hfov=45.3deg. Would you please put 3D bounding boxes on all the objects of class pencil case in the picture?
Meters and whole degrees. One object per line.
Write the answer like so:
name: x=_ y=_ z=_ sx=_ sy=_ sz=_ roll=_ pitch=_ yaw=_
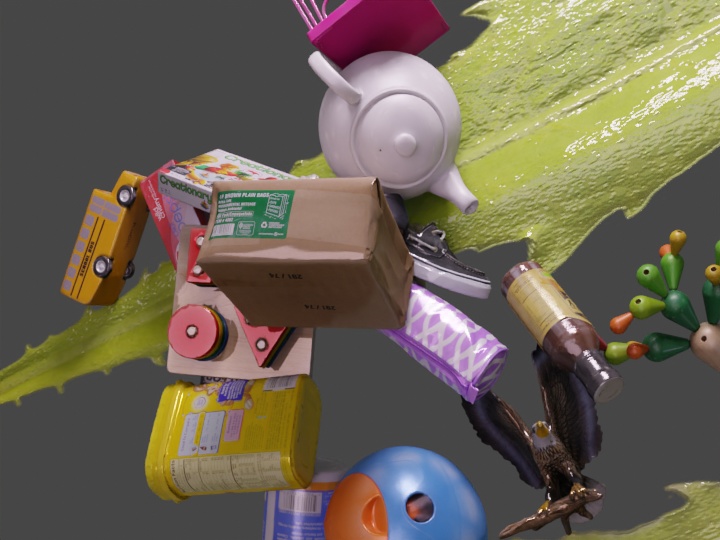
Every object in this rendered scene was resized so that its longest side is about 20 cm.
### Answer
pencil case: x=0.082 y=0.076 z=1.042 sx=0.199 sy=0.085 sz=0.085 roll=32 pitch=123 yaw=27

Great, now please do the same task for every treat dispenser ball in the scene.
treat dispenser ball: x=0.053 y=0.314 z=1.030 sx=0.197 sy=0.200 sz=0.205 roll=-1 pitch=86 yaw=19

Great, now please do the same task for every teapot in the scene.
teapot: x=0.039 y=-0.171 z=1.057 sx=0.196 sy=0.146 sz=0.201 roll=-4 pitch=110 yaw=-5

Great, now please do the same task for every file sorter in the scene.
file sorter: x=0.003 y=-0.344 z=1.090 sx=0.138 sy=0.200 sz=0.127 roll=-34 pitch=74 yaw=14

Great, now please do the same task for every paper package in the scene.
paper package: x=-0.056 y=-0.016 z=0.974 sx=0.196 sy=0.191 sz=0.105 roll=0 pitch=63 yaw=16

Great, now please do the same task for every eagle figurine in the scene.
eagle figurine: x=0.219 y=0.200 z=1.034 sx=0.149 sy=0.152 sz=0.202 roll=2 pitch=46 yaw=-17

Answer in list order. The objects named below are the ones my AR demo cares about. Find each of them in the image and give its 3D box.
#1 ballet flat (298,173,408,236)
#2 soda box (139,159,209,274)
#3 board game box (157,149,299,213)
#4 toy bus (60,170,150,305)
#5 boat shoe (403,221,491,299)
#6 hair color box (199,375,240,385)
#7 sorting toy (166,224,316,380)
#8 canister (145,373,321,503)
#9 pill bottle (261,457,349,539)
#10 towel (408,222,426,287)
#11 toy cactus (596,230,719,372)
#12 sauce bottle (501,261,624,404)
ballet flat: x=-0.038 y=-0.079 z=1.042 sx=0.196 sy=0.073 sz=0.075 roll=6 pitch=89 yaw=2
soda box: x=-0.239 y=-0.051 z=1.230 sx=0.069 sy=0.063 sz=0.202 roll=-29 pitch=78 yaw=16
board game box: x=-0.157 y=-0.107 z=1.161 sx=0.197 sy=0.126 sz=0.035 roll=21 pitch=120 yaw=25
toy bus: x=-0.369 y=-0.049 z=1.276 sx=0.077 sy=0.065 sz=0.203 roll=21 pitch=94 yaw=21
boat shoe: x=0.077 y=-0.028 z=1.075 sx=0.197 sy=0.072 sz=0.072 roll=24 pitch=92 yaw=3
hair color box: x=-0.169 y=0.186 z=1.192 sx=0.098 sy=0.060 sz=0.204 roll=6 pitch=89 yaw=19
sorting toy: x=-0.158 y=0.040 z=1.129 sx=0.196 sy=0.070 sz=0.203 roll=3 pitch=82 yaw=10
canister: x=-0.155 y=0.208 z=1.086 sx=0.196 sy=0.087 sz=0.151 roll=-8 pitch=51 yaw=19
pill bottle: x=-0.073 y=0.353 z=1.121 sx=0.110 sy=0.112 sz=0.204 roll=3 pitch=89 yaw=19
towel: x=0.000 y=0.000 z=1.155 sx=0.196 sy=0.036 sz=0.151 roll=4 pitch=87 yaw=21
toy cactus: x=0.375 y=0.058 z=1.001 sx=0.165 sy=0.102 sz=0.200 roll=43 pitch=99 yaw=-2
sauce bottle: x=0.235 y=0.071 z=1.006 sx=0.065 sy=0.064 sz=0.201 roll=-42 pitch=44 yaw=13
